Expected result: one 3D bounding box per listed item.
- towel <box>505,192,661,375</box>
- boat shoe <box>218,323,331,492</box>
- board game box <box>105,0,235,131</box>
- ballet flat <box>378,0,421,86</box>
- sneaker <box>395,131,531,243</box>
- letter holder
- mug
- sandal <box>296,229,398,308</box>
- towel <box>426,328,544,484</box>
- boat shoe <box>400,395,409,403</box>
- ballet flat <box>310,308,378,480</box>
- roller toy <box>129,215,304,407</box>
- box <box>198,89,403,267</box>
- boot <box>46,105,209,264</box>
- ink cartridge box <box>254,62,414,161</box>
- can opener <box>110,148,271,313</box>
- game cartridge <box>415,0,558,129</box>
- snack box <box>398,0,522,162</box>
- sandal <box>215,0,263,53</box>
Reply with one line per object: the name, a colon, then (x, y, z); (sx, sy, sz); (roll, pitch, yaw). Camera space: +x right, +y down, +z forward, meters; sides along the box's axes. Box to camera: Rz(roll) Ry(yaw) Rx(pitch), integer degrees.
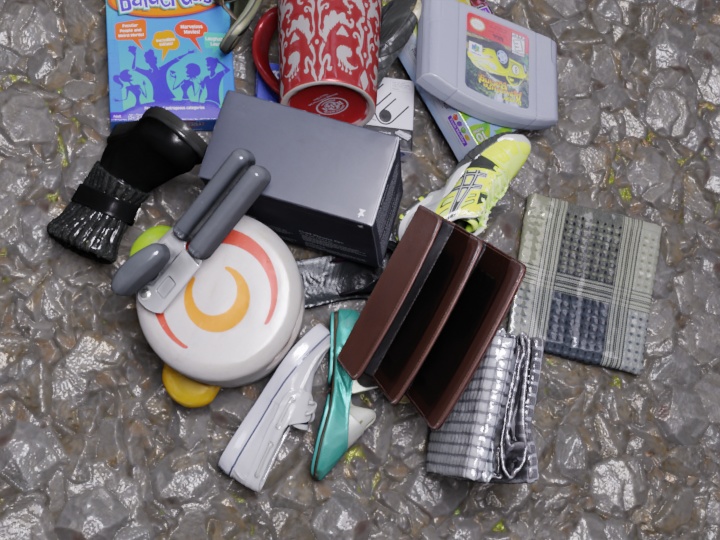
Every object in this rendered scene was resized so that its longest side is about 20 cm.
towel: (0.285, 0.015, 1.335); (0.190, 0.035, 0.203); (14, 79, -6)
boat shoe: (-0.082, 0.158, 1.196); (0.065, 0.074, 0.201); (33, 91, 9)
board game box: (-0.231, -0.271, 1.264); (0.150, 0.045, 0.203); (-3, 79, -13)
ballet flat: (0.013, -0.241, 1.250); (0.057, 0.066, 0.201); (33, 89, -42)
sneaker: (0.136, -0.081, 1.245); (0.200, 0.076, 0.076); (-44, 48, -5)
letter holder: (0.076, 0.051, 1.134); (0.100, 0.142, 0.202); (27, 95, -18)
mug: (-0.042, -0.258, 1.196); (0.131, 0.178, 0.203); (9, 64, -20)
sandal: (0.000, 0.001, 1.262); (0.198, 0.048, 0.076); (-18, 84, -15)
towel: (0.145, 0.159, 1.186); (0.084, 0.200, 0.168); (14, 78, -10)
boat shoe: (0.078, 0.062, 1.247); (0.073, 0.062, 0.203); (21, 81, -30)
ballet flat: (-0.012, 0.145, 1.220); (0.069, 0.067, 0.203); (7, 77, 1)
roller toy: (-0.152, 0.039, 1.175); (0.180, 0.140, 0.203); (-15, 80, -3)
box: (-0.058, -0.098, 1.174); (0.197, 0.182, 0.106); (16, 79, 7)
boot: (-0.257, -0.087, 1.150); (0.079, 0.210, 0.159); (38, 69, -25)
ink cartridge box: (-0.034, -0.195, 1.292); (0.197, 0.044, 0.096); (5, 77, -11)
can opener: (-0.171, -0.037, 1.067); (0.200, 0.066, 0.053); (-47, 72, 10)
game cartridge: (0.159, -0.247, 1.276); (0.197, 0.041, 0.135); (14, 69, -25)
snack box: (0.134, -0.254, 1.317); (0.141, 0.053, 0.202); (-27, 87, -33)
sandal: (-0.148, -0.342, 1.241); (0.057, 0.080, 0.204); (18, 59, -22)
